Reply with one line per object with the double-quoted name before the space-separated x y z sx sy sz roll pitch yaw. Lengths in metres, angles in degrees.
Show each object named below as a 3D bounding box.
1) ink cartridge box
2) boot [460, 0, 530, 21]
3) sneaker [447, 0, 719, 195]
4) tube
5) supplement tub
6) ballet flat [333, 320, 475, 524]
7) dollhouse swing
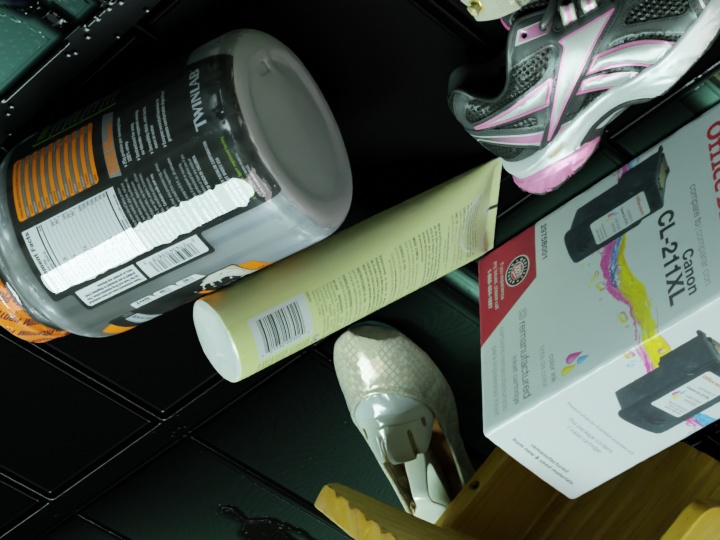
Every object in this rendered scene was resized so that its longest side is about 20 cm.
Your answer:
"ink cartridge box" 0.168 0.014 1.051 0.200 0.146 0.083 -35 124 30
"boot" 0.015 -0.183 0.905 0.199 0.072 0.155 -19 135 19
"sneaker" 0.118 -0.124 0.961 0.086 0.080 0.200 32 123 -15
"tube" 0.000 0.000 1.060 0.199 0.052 0.058 -26 -176 -23
"supplement tub" -0.115 -0.040 1.015 0.199 0.123 0.123 -24 131 24
"ballet flat" 0.038 0.115 1.216 0.067 0.063 0.200 -16 133 16
"dollhouse swing" 0.108 0.137 1.117 0.176 0.200 0.182 43 83 -27
